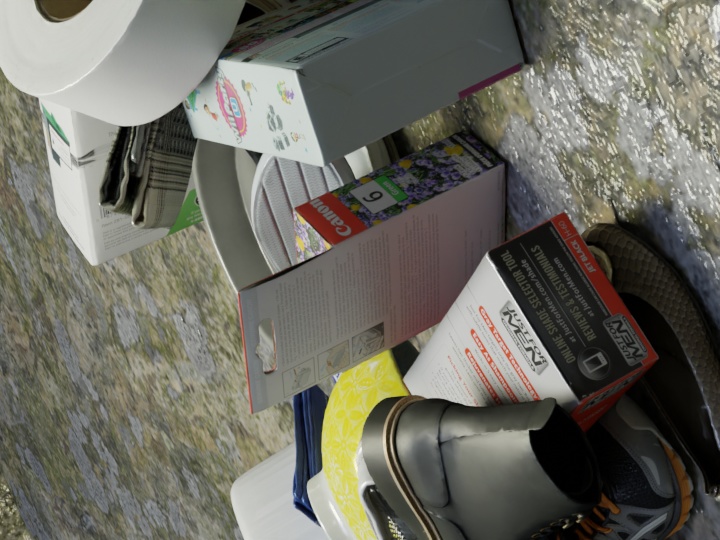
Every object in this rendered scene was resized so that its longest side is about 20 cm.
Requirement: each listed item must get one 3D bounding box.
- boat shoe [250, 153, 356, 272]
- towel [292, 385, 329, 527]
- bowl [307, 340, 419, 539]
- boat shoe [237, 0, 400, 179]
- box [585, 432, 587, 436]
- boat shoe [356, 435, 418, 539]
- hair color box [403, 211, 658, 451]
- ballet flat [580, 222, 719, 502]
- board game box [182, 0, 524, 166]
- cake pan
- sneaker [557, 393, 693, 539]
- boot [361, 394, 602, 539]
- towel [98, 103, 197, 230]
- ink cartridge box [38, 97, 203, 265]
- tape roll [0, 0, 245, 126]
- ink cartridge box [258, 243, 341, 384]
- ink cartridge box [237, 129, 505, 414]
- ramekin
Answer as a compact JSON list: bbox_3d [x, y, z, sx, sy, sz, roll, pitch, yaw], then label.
[{"bbox_3d":[-0.030,-0.031,1.231,0.201,0.073,0.067,85,-171,-48],"label":"boat shoe"},{"bbox_3d":[0.005,0.184,1.405,0.200,0.024,0.145,52,-162,-32],"label":"towel"},{"bbox_3d":[0.028,0.151,1.268,0.201,0.107,0.200,56,-173,-11],"label":"bowl"},{"bbox_3d":[-0.043,-0.117,1.288,0.075,0.068,0.201,-41,69,22],"label":"boat shoe"},{"bbox_3d":[0.121,0.080,1.189,0.041,0.038,0.201,44,149,42],"label":"box"},{"bbox_3d":[0.054,0.189,1.144,0.070,0.069,0.201,-26,111,27],"label":"boat shoe"},{"bbox_3d":[0.095,0.059,1.094,0.102,0.061,0.200,59,158,14],"label":"hair color box"},{"bbox_3d":[0.175,0.059,1.036,0.201,0.046,0.068,58,156,19],"label":"ballet flat"},{"bbox_3d":[-0.014,-0.129,1.141,0.200,0.147,0.065,19,131,61],"label":"board game box"},{"bbox_3d":[-0.068,-0.027,1.397,0.201,0.036,0.201,51,154,37],"label":"cake pan"},{"bbox_3d":[0.150,0.156,1.153,0.078,0.077,0.201,50,152,35],"label":"sneaker"},{"bbox_3d":[0.103,0.151,1.054,0.138,0.078,0.200,-8,132,47],"label":"boot"},{"bbox_3d":[-0.128,-0.124,1.286,0.200,0.034,0.195,12,-86,-85],"label":"towel"},{"bbox_3d":[-0.184,-0.123,1.529,0.084,0.145,0.201,48,151,38],"label":"ink cartridge box"},{"bbox_3d":[-0.151,-0.196,1.161,0.201,0.070,0.205,-19,64,44],"label":"tape roll"},{"bbox_3d":[-0.028,-0.030,1.409,0.201,0.040,0.200,59,158,18],"label":"ink cartridge box"},{"bbox_3d":[0.000,0.000,1.167,0.050,0.199,0.110,43,149,39],"label":"ink cartridge box"},{"bbox_3d":[-0.028,0.234,1.513,0.202,0.097,0.200,63,180,0],"label":"ramekin"}]
